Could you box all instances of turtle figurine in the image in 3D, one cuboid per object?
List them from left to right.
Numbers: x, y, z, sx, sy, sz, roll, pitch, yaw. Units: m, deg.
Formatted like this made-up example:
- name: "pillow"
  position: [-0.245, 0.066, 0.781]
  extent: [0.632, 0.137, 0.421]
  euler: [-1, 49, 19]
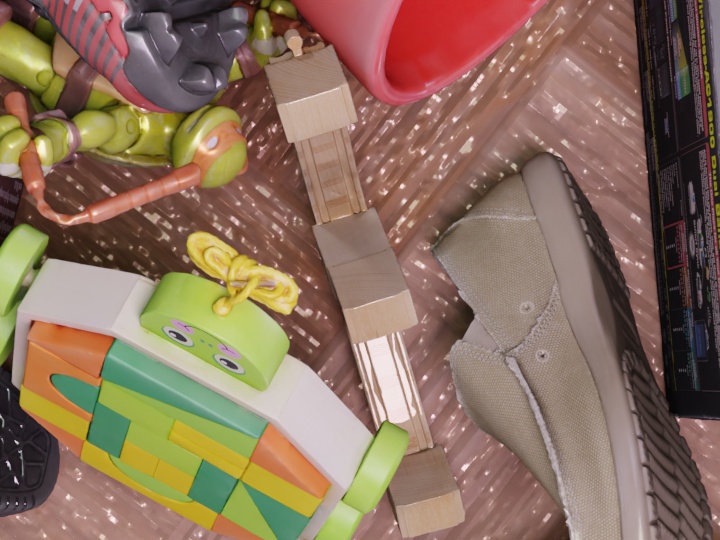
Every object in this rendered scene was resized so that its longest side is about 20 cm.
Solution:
- name: "turtle figurine"
  position: [-0.093, -0.075, 0.900]
  extent: [0.161, 0.200, 0.065]
  euler: [34, 130, 18]

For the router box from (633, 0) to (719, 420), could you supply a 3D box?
- name: "router box"
  position: [0.143, -0.045, 0.878]
  extent: [0.062, 0.150, 0.201]
  euler: [-5, 88, -2]

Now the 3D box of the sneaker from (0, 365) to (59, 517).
- name: "sneaker"
  position: [-0.219, 0.051, 0.911]
  extent: [0.199, 0.104, 0.060]
  euler: [24, 60, -33]

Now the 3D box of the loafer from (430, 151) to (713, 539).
- name: "loafer"
  position: [0.073, 0.049, 0.886]
  extent: [0.068, 0.076, 0.200]
  euler: [-26, 47, 16]

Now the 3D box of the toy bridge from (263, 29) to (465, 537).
- name: "toy bridge"
  position: [0.000, 0.000, 0.889]
  extent: [0.027, 0.067, 0.201]
  euler: [-17, 122, -2]

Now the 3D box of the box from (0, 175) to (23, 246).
- name: "box"
  position: [-0.231, -0.034, 0.896]
  extent: [0.199, 0.100, 0.075]
  euler: [17, 87, -1]

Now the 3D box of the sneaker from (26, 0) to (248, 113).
- name: "sneaker"
  position: [-0.114, -0.128, 0.844]
  extent: [0.098, 0.071, 0.201]
  euler: [-39, 76, 31]

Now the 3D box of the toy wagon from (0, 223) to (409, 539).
- name: "toy wagon"
  position: [-0.060, 0.040, 0.848]
  extent: [0.155, 0.200, 0.040]
  euler: [28, 70, 0]

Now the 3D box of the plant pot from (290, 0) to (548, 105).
- name: "plant pot"
  position: [0.008, -0.190, 0.870]
  extent: [0.177, 0.200, 0.200]
  euler: [43, 88, 12]
